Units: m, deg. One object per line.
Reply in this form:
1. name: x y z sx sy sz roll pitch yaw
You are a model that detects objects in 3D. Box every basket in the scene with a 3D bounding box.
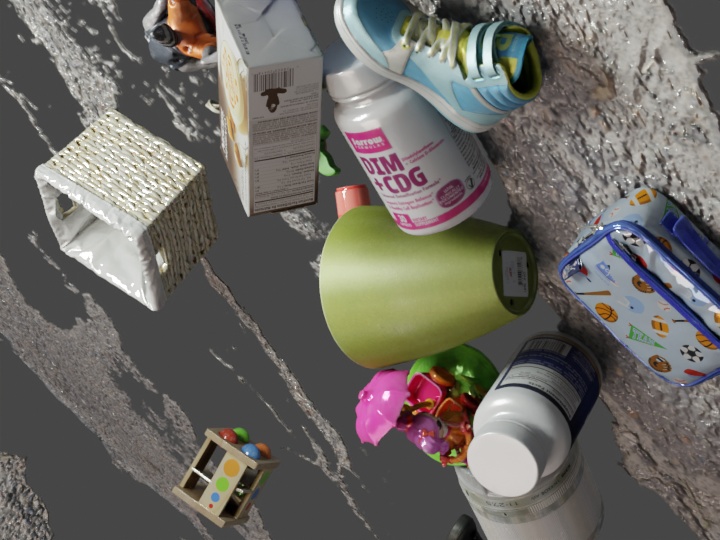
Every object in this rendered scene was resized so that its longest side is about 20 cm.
1. basket: -0.324 -0.087 1.839 0.199 0.161 0.199 32 153 20

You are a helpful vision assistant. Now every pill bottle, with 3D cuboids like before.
1. pill bottle: 0.043 -0.144 1.299 0.113 0.113 0.201 7 138 49
2. pill bottle: 0.191 0.161 1.444 0.110 0.200 0.112 13 122 22

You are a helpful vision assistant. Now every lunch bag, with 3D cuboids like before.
1. lunch bag: 0.293 0.016 1.253 0.200 0.076 0.160 42 152 -3

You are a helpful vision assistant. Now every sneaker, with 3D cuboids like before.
1. sneaker: 0.200 0.467 2.101 0.104 0.060 0.200 31 158 23
2. sneaker: 0.081 -0.208 1.170 0.199 0.080 0.130 29 158 -23

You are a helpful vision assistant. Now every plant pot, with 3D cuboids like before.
1. plant pot: 0.089 0.009 1.435 0.199 0.188 0.188 -7 128 39

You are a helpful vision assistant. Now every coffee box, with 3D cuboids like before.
1. coffee box: -0.093 -0.167 1.304 0.201 0.079 0.115 95 157 -49

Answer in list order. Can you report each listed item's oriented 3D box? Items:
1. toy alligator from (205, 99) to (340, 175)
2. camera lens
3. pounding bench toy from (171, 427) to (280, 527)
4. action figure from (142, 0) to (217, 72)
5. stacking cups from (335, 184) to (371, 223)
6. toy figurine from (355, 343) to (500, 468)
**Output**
1. toy alligator: -0.099 -0.176 1.521 0.199 0.059 0.055 31 111 23
2. camera lens: 0.215 0.272 1.655 0.159 0.160 0.201 15 144 42
3. pounding bench toy: -0.237 0.387 2.491 0.124 0.157 0.200 31 -176 18
4. action figure: -0.214 -0.286 1.433 0.200 0.105 0.193 50 167 -8
5. stacking cups: 0.000 0.000 1.543 0.060 0.060 0.202 -12 86 59
6. toy figurine: 0.079 0.177 1.499 0.200 0.184 0.151 41 113 29
